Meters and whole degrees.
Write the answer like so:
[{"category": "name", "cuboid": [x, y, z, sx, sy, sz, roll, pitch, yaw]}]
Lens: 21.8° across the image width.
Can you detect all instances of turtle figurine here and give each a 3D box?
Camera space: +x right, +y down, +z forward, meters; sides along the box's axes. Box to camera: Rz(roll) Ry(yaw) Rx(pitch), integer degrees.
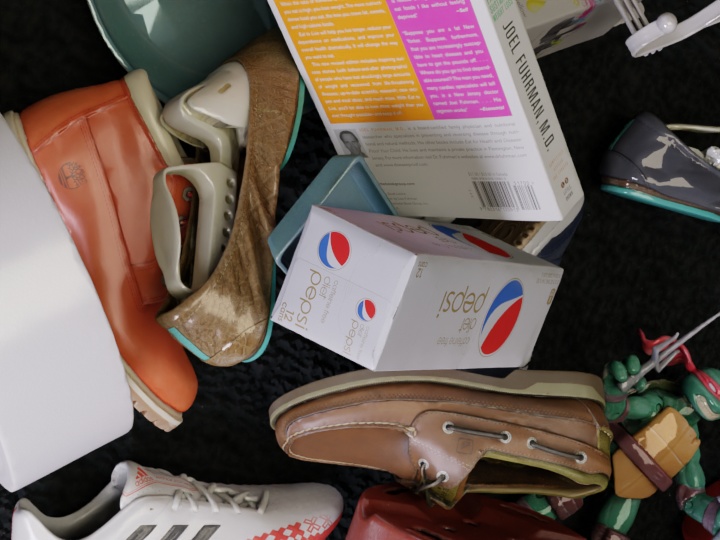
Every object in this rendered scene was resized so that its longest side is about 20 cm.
[{"category": "turtle figurine", "cuboid": [0.184, 0.123, 1.187, 0.150, 0.101, 0.200, 44, 95, -8]}]

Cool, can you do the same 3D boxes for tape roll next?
[{"category": "tape roll", "cuboid": [-0.191, 0.007, 0.944, 0.070, 0.202, 0.204, -27, 108, -17]}]

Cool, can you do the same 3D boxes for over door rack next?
[{"category": "over door rack", "cuboid": [0.193, -0.211, 1.059, 0.199, 0.067, 0.149, -19, 78, -41]}]

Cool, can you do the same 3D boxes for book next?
[{"category": "book", "cuboid": [0.027, -0.116, 0.970, 0.048, 0.133, 0.201, -47, 127, -37]}]

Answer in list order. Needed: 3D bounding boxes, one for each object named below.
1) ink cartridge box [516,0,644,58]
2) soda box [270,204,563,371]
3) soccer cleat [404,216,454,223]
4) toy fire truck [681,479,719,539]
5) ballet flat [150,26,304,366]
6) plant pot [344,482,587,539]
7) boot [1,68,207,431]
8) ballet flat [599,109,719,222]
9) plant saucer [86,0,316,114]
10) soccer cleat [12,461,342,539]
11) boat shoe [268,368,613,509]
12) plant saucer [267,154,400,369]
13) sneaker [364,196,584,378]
[{"category": "ink cartridge box", "cuboid": [0.092, -0.185, 1.066, 0.199, 0.068, 0.116, -23, 81, -37]}, {"category": "soda box", "cuboid": [0.036, 0.012, 0.997, 0.199, 0.068, 0.064, 3, 110, -63]}, {"category": "soccer cleat", "cuboid": [0.033, -0.050, 1.098, 0.069, 0.085, 0.201, 41, 81, -24]}, {"category": "toy fire truck", "cuboid": [0.264, 0.229, 1.199, 0.200, 0.168, 0.112, -44, 113, -12]}, {"category": "ballet flat", "cuboid": [-0.076, -0.050, 0.989, 0.072, 0.068, 0.202, 21, 66, -33]}, {"category": "plant pot", "cuboid": [0.048, 0.238, 1.077, 0.199, 0.201, 0.197, 11, 99, -25]}, {"category": "boot", "cuboid": [-0.119, -0.010, 1.031, 0.106, 0.075, 0.202, -25, 108, -5]}, {"category": "ballet flat", "cuboid": [0.245, -0.052, 1.205, 0.198, 0.073, 0.074, 21, 89, -23]}, {"category": "plant saucer", "cuboid": [-0.069, -0.184, 1.060, 0.198, 0.036, 0.202, -4, 100, -24]}, {"category": "soccer cleat", "cuboid": [-0.104, 0.145, 1.070, 0.198, 0.069, 0.086, -14, 108, -17]}, {"category": "boat shoe", "cuboid": [0.048, 0.097, 1.061, 0.198, 0.072, 0.069, -2, 65, -6]}, {"category": "plant saucer", "cuboid": [0.000, 0.000, 1.029, 0.070, 0.019, 0.200, -51, 153, -7]}, {"category": "sneaker", "cuboid": [0.091, 0.045, 1.146, 0.108, 0.070, 0.200, 41, 87, -19]}]
